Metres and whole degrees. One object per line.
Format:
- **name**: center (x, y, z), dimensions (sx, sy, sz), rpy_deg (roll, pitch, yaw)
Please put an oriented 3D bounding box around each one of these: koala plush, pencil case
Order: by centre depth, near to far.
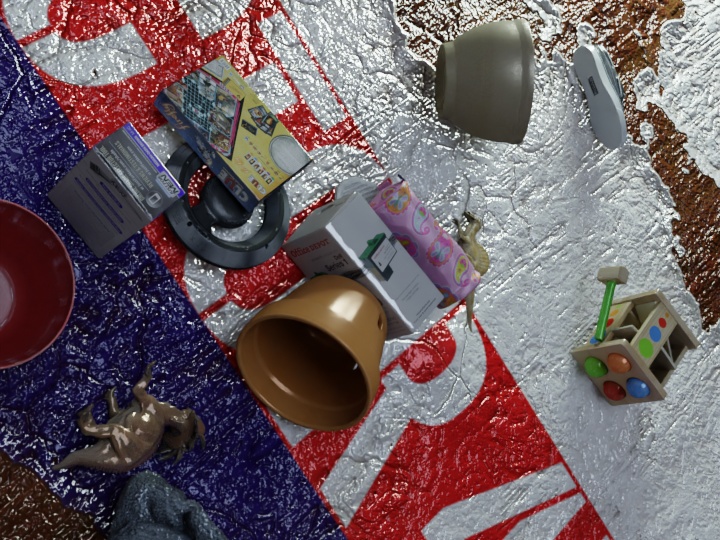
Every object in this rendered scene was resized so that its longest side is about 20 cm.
- **koala plush**: center (-0.276, 0.360, 1.224), dimensions (0.200, 0.177, 0.184), rpy_deg (-34, 79, -32)
- **pencil case**: center (0.088, -0.039, 1.499), dimensions (0.200, 0.087, 0.087), rpy_deg (50, 58, -10)

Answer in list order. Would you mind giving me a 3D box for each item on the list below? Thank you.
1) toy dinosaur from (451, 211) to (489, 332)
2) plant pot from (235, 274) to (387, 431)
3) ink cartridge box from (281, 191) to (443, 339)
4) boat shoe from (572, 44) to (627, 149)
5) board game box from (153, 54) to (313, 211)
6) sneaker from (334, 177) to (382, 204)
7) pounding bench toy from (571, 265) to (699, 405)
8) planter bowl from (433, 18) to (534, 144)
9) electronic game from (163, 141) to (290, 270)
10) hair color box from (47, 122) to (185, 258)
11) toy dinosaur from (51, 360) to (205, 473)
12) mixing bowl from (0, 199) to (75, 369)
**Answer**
- **toy dinosaur**: center (0.165, -0.010, 1.643), dimensions (0.101, 0.058, 0.201), rpy_deg (13, 72, -30)
- **plant pot**: center (-0.052, 0.100, 1.416), dimensions (0.200, 0.200, 0.140), rpy_deg (49, 41, -13)
- **ink cartridge box**: center (0.000, 0.000, 1.485), dimensions (0.200, 0.146, 0.084), rpy_deg (49, 61, -12)
- **boat shoe**: center (0.452, -0.320, 1.892), dimensions (0.068, 0.072, 0.201), rpy_deg (-13, 79, -32)
- **board game box**: center (-0.177, -0.195, 1.454), dimensions (0.200, 0.035, 0.135), rpy_deg (49, 46, -2)
- **sneaker**: center (0.035, -0.066, 1.564), dimensions (0.200, 0.079, 0.079), rpy_deg (36, 76, -17)
- **pounding bench toy**: center (0.439, 0.110, 1.745), dimensions (0.200, 0.124, 0.156), rpy_deg (51, 59, -12)
- **planter bowl**: center (0.192, -0.305, 1.666), dimensions (0.134, 0.200, 0.201), rpy_deg (1, 77, -4)
- **electronic game**: center (-0.187, -0.096, 1.452), dimensions (0.200, 0.042, 0.201), rpy_deg (14, 64, -31)
- **hair color box**: center (-0.307, -0.095, 1.282), dimensions (0.065, 0.200, 0.109), rpy_deg (-44, 102, -31)
- **toy dinosaur**: center (-0.278, 0.209, 1.294), dimensions (0.200, 0.086, 0.136), rpy_deg (-38, 97, -36)
- **mixing bowl**: center (-0.449, 0.023, 1.221), dimensions (0.200, 0.108, 0.201), rpy_deg (7, 75, -30)
